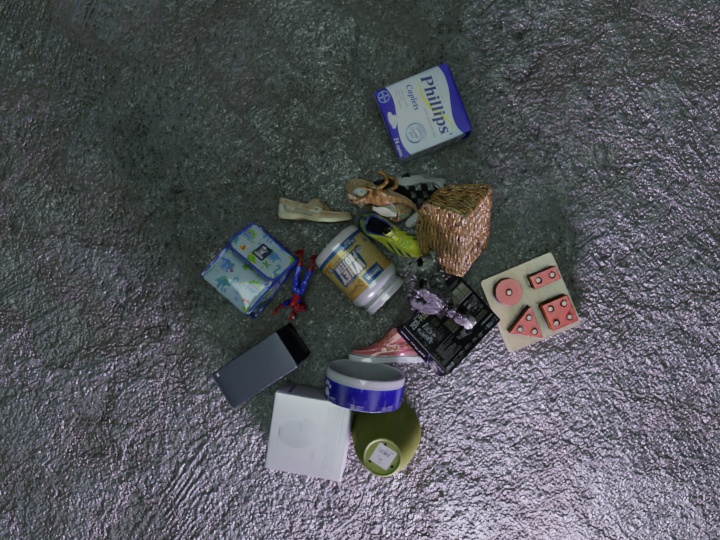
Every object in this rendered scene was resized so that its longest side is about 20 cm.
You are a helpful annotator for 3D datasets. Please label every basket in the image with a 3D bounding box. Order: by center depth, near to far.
[{"bbox_3d":[0.230,-0.114,1.461,0.142,0.201,0.149,21,49,29],"label":"basket"}]

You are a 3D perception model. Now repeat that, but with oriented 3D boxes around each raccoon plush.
[{"bbox_3d":[0.199,0.045,1.429,0.200,0.097,0.134,37,54,-10],"label":"raccoon plush"}]

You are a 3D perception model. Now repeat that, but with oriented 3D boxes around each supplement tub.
[{"bbox_3d":[0.000,0.000,1.498,0.200,0.145,0.145,45,95,3],"label":"supplement tub"}]

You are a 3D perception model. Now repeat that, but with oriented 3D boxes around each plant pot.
[{"bbox_3d":[0.059,0.433,1.477,0.186,0.200,0.189,0,91,6],"label":"plant pot"}]

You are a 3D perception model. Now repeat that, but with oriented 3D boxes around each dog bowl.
[{"bbox_3d":[0.009,0.286,1.478,0.199,0.200,0.079,8,95,5],"label":"dog bowl"}]

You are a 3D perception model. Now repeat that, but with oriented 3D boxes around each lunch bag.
[{"bbox_3d":[-0.284,-0.003,1.542,0.170,0.127,0.200,40,82,5],"label":"lunch bag"}]

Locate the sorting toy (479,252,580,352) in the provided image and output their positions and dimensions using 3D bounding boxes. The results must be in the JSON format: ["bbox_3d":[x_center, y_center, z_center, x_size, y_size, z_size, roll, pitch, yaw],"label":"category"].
[{"bbox_3d":[0.435,0.083,1.497,0.198,0.070,0.201,-23,90,6],"label":"sorting toy"}]

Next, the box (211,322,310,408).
[{"bbox_3d":[-0.250,0.239,1.510,0.199,0.182,0.104,-34,88,6],"label":"box"}]

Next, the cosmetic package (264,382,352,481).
[{"bbox_3d":[-0.126,0.415,1.533,0.199,0.123,0.201,9,92,6],"label":"cosmetic package"}]

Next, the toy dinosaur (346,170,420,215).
[{"bbox_3d":[0.067,-0.185,1.454,0.199,0.060,0.107,6,79,21],"label":"toy dinosaur"}]

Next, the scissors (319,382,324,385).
[{"bbox_3d":[-0.015,0.324,1.553,0.199,0.073,0.014,11,96,38],"label":"scissors"}]

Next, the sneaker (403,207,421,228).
[{"bbox_3d":[0.210,-0.144,1.512,0.199,0.070,0.081,-22,93,6],"label":"sneaker"}]

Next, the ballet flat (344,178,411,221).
[{"bbox_3d":[0.035,-0.180,1.504,0.199,0.065,0.071,23,128,22],"label":"ballet flat"}]

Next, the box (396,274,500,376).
[{"bbox_3d":[0.219,0.138,1.480,0.200,0.086,0.164,-43,88,-16],"label":"box"}]

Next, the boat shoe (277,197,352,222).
[{"bbox_3d":[-0.120,-0.160,1.544,0.199,0.072,0.065,5,93,11],"label":"boat shoe"}]

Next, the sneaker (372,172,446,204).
[{"bbox_3d":[0.129,-0.212,1.524,0.199,0.089,0.074,8,124,26],"label":"sneaker"}]

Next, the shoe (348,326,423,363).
[{"bbox_3d":[0.069,0.192,1.538,0.199,0.071,0.092,0,90,0],"label":"shoe"}]

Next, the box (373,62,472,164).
[{"bbox_3d":[0.157,-0.395,1.492,0.199,0.105,0.185,-21,90,5],"label":"box"}]

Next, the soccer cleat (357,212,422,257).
[{"bbox_3d":[0.084,-0.085,1.504,0.199,0.084,0.065,27,86,-14],"label":"soccer cleat"}]

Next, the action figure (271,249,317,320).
[{"bbox_3d":[-0.171,0.056,1.519,0.065,0.099,0.201,22,120,14],"label":"action figure"}]
